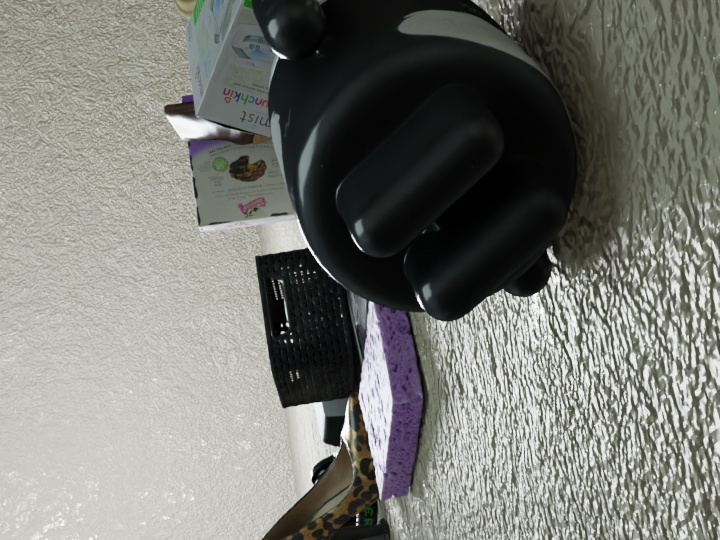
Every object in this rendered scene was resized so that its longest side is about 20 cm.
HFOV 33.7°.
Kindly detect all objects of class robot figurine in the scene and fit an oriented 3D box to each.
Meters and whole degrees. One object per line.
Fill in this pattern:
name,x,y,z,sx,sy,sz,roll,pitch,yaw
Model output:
robot figurine,0.021,-0.059,0.533,0.200,0.123,0.152,-111,15,-60

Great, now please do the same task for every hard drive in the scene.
hard drive,-0.045,0.119,1.553,0.135,0.042,0.202,97,164,-62

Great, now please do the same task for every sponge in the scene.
sponge,0.025,0.111,1.046,0.201,0.030,0.112,93,167,-57

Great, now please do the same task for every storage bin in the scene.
storage bin,-0.060,0.067,1.365,0.200,0.093,0.136,86,174,-70

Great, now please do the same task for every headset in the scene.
headset,-0.012,0.283,1.439,0.200,0.093,0.125,147,121,-65

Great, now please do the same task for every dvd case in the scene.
dvd case,0.000,0.000,1.186,0.201,0.016,0.149,90,170,-45

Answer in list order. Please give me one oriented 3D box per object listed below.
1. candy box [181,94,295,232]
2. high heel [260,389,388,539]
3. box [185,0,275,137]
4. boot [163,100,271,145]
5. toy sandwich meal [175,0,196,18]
candy box,-0.175,-0.169,1.801,0.072,0.166,0.202,135,127,-83
high heel,-0.045,0.224,1.260,0.071,0.141,0.202,-114,18,-66
box,-0.120,-0.280,1.328,0.177,0.096,0.201,-61,27,31
boot,-0.196,-0.224,1.657,0.200,0.165,0.073,62,-153,-71
toy sandwich meal,-0.163,-0.399,1.547,0.070,0.205,0.206,30,-146,-39
